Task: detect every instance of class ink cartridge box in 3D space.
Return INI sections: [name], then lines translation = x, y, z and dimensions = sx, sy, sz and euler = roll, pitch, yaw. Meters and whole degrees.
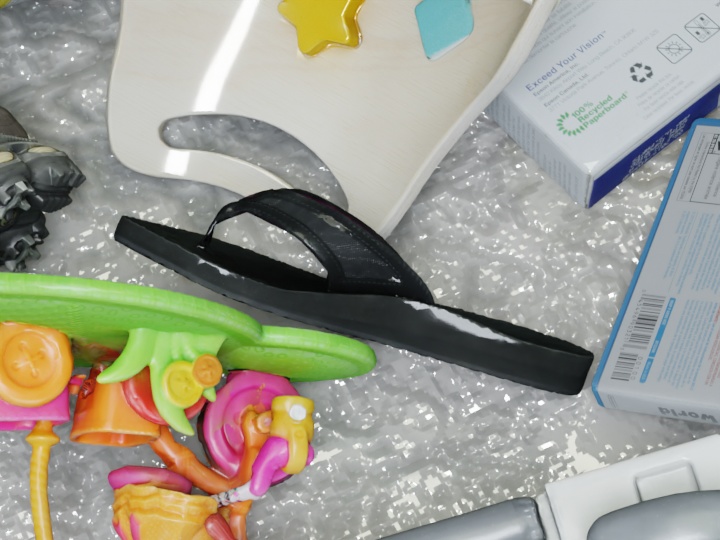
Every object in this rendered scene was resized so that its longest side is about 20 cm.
[ink cartridge box]
translation = 0.108, -0.156, 0.974
dimensions = 0.199, 0.041, 0.200
euler = -36, 70, -16

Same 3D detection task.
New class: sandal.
[sandal]
translation = 0.001, 0.000, 0.871
dimensions = 0.199, 0.075, 0.048
euler = 16, 95, -8

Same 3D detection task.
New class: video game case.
[video game case]
translation = 0.206, 0.006, 0.855
dimensions = 0.199, 0.018, 0.144
euler = 7, 57, 30

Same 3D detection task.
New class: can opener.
[can opener]
translation = 0.054, 0.104, 0.775
dimensions = 0.199, 0.067, 0.053
euler = -17, 69, 4

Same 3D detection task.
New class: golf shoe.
[golf shoe]
translation = -0.197, -0.042, 0.830
dimensions = 0.095, 0.200, 0.078
euler = 46, 107, 17

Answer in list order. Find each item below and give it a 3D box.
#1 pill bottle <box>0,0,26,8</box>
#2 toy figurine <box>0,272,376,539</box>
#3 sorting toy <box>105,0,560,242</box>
[pill bottle]
translation = -0.154, -0.171, 0.920
dimensions = 0.199, 0.112, 0.112
euler = -23, 66, -33
[toy figurine]
translation = -0.093, 0.110, 0.820
dimensions = 0.199, 0.150, 0.185
euler = 9, 77, -23
[sorting toy]
translation = -0.022, -0.103, 0.902
dimensions = 0.199, 0.107, 0.181
euler = 26, 103, 10
